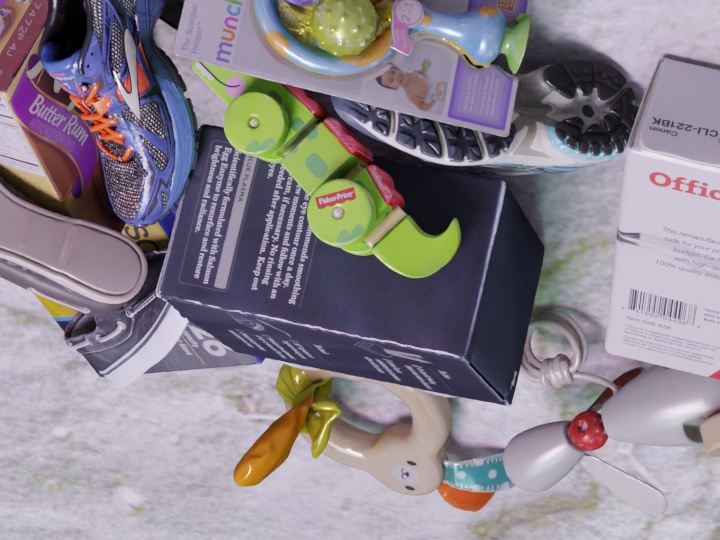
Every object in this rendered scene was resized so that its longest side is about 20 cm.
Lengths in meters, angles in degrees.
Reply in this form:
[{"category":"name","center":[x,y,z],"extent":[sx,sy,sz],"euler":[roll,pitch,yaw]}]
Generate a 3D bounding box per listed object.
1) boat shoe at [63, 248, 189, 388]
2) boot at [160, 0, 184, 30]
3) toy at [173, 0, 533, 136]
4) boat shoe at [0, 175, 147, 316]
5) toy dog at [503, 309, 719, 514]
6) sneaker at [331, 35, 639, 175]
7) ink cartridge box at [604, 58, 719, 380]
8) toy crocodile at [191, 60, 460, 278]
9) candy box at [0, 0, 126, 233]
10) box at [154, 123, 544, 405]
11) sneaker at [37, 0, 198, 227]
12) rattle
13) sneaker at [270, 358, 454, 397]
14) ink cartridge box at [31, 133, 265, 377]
[{"category":"boat shoe","center":[-0.153,0.020,1.783],"extent":[0.068,0.072,0.200],"euler":[32,153,-10]},{"category":"boot","center":[-0.068,-0.179,1.590],"extent":[0.200,0.068,0.131],"euler":[36,145,-6]},{"category":"toy","center":[0.004,-0.158,1.499],"extent":[0.200,0.115,0.047],"euler":[15,161,-10]},{"category":"boat shoe","center":[-0.229,-0.025,1.628],"extent":[0.200,0.067,0.057],"euler":[28,151,-10]},{"category":"toy dog","center":[0.201,0.097,1.761],"extent":[0.200,0.132,0.096],"euler":[-1,169,37]},{"category":"sneaker","center":[0.066,-0.085,1.575],"extent":[0.200,0.078,0.086],"euler":[7,159,-27]},{"category":"ink cartridge box","center":[0.235,-0.023,1.608],"extent":[0.144,0.084,0.200],"euler":[13,143,11]},{"category":"toy crocodile","center":[-0.024,-0.067,1.536],"extent":[0.200,0.062,0.068],"euler":[46,-174,14]},{"category":"candy box","center":[-0.188,-0.104,1.652],"extent":[0.056,0.117,0.200],"euler":[17,153,22]},{"category":"box","center":[0.000,0.000,1.658],"extent":[0.200,0.118,0.197],"euler":[12,171,13]},{"category":"sneaker","center":[-0.156,-0.119,1.564],"extent":[0.075,0.078,0.200],"euler":[8,116,47]},{"category":"rattle","center":[0.018,0.147,1.874],"extent":[0.130,0.143,0.200],"euler":[-30,115,24]},{"category":"sneaker","center":[0.001,0.023,1.793],"extent":[0.200,0.077,0.082],"euler":[11,118,-3]},{"category":"ink cartridge box","center":[-0.147,-0.005,1.841],"extent":[0.200,0.047,0.198],"euler":[-5,135,32]}]
